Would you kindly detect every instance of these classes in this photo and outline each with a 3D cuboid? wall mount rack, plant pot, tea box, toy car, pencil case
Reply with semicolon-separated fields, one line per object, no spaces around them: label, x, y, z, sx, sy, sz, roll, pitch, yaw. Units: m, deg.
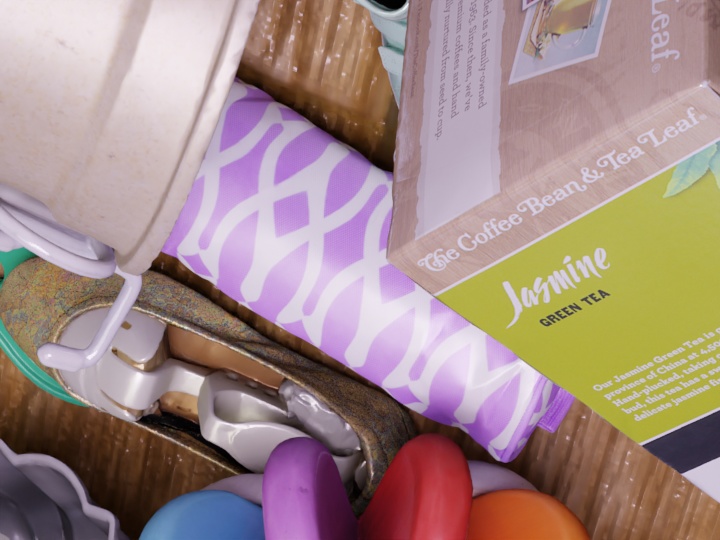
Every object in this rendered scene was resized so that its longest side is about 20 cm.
wall mount rack;-0.183;-0.033;1.116;0.173;0.200;0.075;25;105;-31
plant pot;-0.139;-0.121;1.018;0.182;0.201;0.201;18;127;-12
tea box;0.125;-0.058;0.917;0.133;0.201;0.196;-28;129;35
toy car;-0.002;0.131;1.067;0.198;0.176;0.151;-4;132;3
pencil case;0.000;0.000;1.127;0.199;0.084;0.086;33;160;9

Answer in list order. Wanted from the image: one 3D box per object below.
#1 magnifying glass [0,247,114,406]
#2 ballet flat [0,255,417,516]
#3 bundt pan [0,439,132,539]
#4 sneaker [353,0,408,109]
magnifying glass;-0.174;-0.008;1.247;0.199;0.022;0.080;31;126;6
ballet flat;-0.070;0.051;1.182;0.199;0.071;0.071;24;125;4
bundt pan;-0.164;0.180;1.201;0.201;0.203;0.076;-3;159;28
sneaker;0.021;-0.094;1.039;0.073;0.118;0.202;3;119;23
